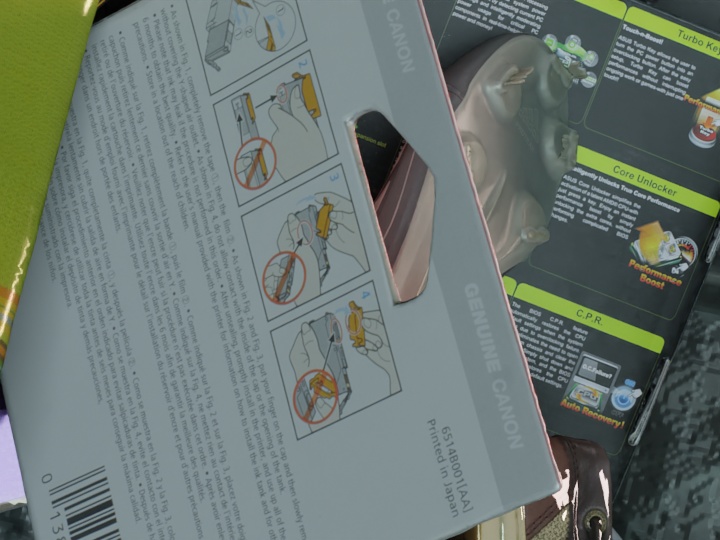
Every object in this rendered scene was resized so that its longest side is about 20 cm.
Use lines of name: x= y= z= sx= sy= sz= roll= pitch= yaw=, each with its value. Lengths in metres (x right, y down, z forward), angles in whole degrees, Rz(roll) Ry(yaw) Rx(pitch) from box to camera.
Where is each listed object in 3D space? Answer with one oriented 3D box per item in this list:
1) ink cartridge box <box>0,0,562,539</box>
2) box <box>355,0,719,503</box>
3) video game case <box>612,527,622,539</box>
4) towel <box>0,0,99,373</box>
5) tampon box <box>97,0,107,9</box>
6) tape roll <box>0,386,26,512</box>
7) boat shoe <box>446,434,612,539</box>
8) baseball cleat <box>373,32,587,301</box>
ink cartridge box: x=-0.030 y=0.007 z=0.819 sx=0.176 sy=0.045 sz=0.200 roll=-25 pitch=68 yaw=26
box: x=0.024 y=-0.022 z=0.972 sx=0.200 sy=0.048 sz=0.193 roll=21 pitch=92 yaw=-6
video game case: x=0.012 y=0.154 z=0.929 sx=0.200 sy=0.045 sz=0.181 roll=-42 pitch=108 yaw=-10
towel: x=-0.131 y=-0.028 z=0.786 sx=0.086 sy=0.018 sz=0.200 roll=24 pitch=61 yaw=-23
tampon box: x=-0.107 y=-0.198 z=0.880 sx=0.150 sy=0.126 sz=0.200 roll=-40 pitch=98 yaw=26
tape roll: x=-0.104 y=0.141 z=0.970 sx=0.200 sy=0.066 sz=0.200 roll=0 pitch=95 yaw=-5
boat shoe: x=0.060 y=0.151 z=0.883 sx=0.066 sy=0.072 sz=0.201 roll=-6 pitch=96 yaw=-14
baseball cleat: x=0.000 y=0.000 z=0.900 sx=0.070 sy=0.106 sz=0.200 roll=55 pitch=47 yaw=-34
